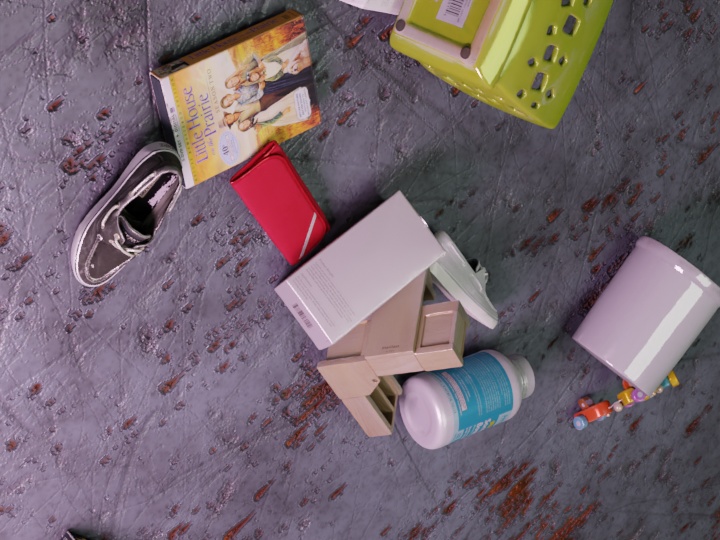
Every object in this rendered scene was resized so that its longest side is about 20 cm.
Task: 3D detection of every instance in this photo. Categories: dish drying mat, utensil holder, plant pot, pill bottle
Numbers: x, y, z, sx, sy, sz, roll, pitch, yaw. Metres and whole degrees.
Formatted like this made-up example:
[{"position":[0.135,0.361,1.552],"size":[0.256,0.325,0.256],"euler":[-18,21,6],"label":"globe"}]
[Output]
[{"position":[-0.095,-0.081,1.674],"size":[0.077,0.018,0.200],"euler":[-42,146,-6],"label":"dish drying mat"},{"position":[0.455,0.073,2.135],"size":[0.201,0.170,0.170],"euler":[-52,134,2],"label":"utensil holder"},{"position":[0.163,-0.312,1.641],"size":[0.181,0.198,0.202],"euler":[13,104,-52],"label":"plant pot"},{"position":[0.164,0.185,1.996],"size":[0.198,0.111,0.112],"euler":[-17,124,-30],"label":"pill bottle"}]

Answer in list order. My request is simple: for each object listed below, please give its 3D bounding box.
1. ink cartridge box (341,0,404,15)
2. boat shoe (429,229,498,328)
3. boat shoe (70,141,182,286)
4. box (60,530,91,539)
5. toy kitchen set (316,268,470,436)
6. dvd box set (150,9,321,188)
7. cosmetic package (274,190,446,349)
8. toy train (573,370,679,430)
[{"position":[0.064,-0.396,1.654],"size":[0.199,0.050,0.163],"euler":[-7,119,-57],"label":"ink cartridge box"},{"position":[0.149,0.012,1.926],"size":[0.069,0.072,0.200],"euler":[-51,125,-4],"label":"boat shoe"},{"position":[-0.267,-0.053,1.523],"size":[0.070,0.064,0.201],"euler":[21,116,-33],"label":"boat shoe"},{"position":[-0.375,0.454,1.755],"size":[0.201,0.046,0.159],"euler":[-54,134,-1],"label":"box"},{"position":[0.074,0.103,1.856],"size":[0.181,0.198,0.165],"euler":[56,34,-42],"label":"toy kitchen set"},{"position":[-0.143,-0.202,1.579],"size":[0.199,0.029,0.148],"euler":[-28,129,-26],"label":"dvd box set"},{"position":[0.000,0.000,1.751],"size":[0.199,0.085,0.108],"euler":[-37,92,-17],"label":"cosmetic package"},{"position":[0.446,0.204,2.267],"size":[0.198,0.056,0.150],"euler":[-17,167,-39],"label":"toy train"}]
